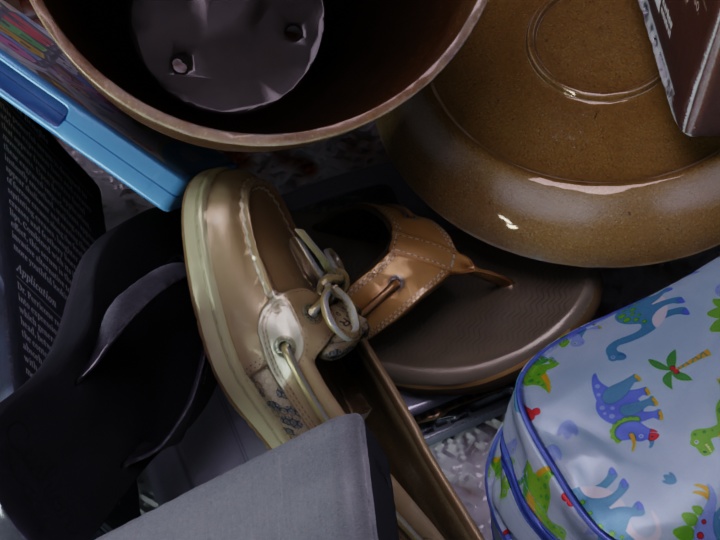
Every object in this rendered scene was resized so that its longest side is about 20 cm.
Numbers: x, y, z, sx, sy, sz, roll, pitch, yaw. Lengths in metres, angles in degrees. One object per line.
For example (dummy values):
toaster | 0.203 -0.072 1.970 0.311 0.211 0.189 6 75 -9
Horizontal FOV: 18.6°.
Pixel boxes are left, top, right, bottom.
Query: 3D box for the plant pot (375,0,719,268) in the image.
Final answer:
plant pot | 0.102 -0.090 0.925 0.198 0.028 0.201 -3 56 4

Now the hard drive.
hard drive | -0.049 0.137 0.695 0.139 0.033 0.200 -27 26 10

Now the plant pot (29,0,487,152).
plant pot | -0.050 -0.126 0.900 0.185 0.200 0.189 1 83 -8

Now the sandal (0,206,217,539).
sandal | -0.086 0.041 0.834 0.043 0.076 0.201 -24 22 29

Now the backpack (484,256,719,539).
backpack | 0.143 0.072 0.842 0.199 0.154 0.164 -29 62 5

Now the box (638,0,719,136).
box | 0.218 -0.167 0.860 0.198 0.165 0.167 -1 51 -9

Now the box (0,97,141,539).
box | -0.186 0.040 0.911 0.148 0.107 0.201 -22 53 12

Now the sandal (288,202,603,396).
sandal | 0.000 0.000 0.912 0.198 0.054 0.081 10 58 17

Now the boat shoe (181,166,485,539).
boat shoe | -0.007 0.047 0.856 0.062 0.201 0.073 -20 11 25

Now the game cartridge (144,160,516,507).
game cartridge | -0.011 0.024 0.953 0.199 0.041 0.134 -23 51 -6

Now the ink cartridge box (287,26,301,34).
ink cartridge box | 0.000 -0.232 1.057 0.083 0.145 0.201 14 60 17

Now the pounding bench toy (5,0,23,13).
pounding bench toy | -0.228 -0.175 1.071 0.200 0.125 0.156 -37 58 -15

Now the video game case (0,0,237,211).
video game case | -0.145 -0.092 0.910 0.199 0.143 0.018 35 96 1
